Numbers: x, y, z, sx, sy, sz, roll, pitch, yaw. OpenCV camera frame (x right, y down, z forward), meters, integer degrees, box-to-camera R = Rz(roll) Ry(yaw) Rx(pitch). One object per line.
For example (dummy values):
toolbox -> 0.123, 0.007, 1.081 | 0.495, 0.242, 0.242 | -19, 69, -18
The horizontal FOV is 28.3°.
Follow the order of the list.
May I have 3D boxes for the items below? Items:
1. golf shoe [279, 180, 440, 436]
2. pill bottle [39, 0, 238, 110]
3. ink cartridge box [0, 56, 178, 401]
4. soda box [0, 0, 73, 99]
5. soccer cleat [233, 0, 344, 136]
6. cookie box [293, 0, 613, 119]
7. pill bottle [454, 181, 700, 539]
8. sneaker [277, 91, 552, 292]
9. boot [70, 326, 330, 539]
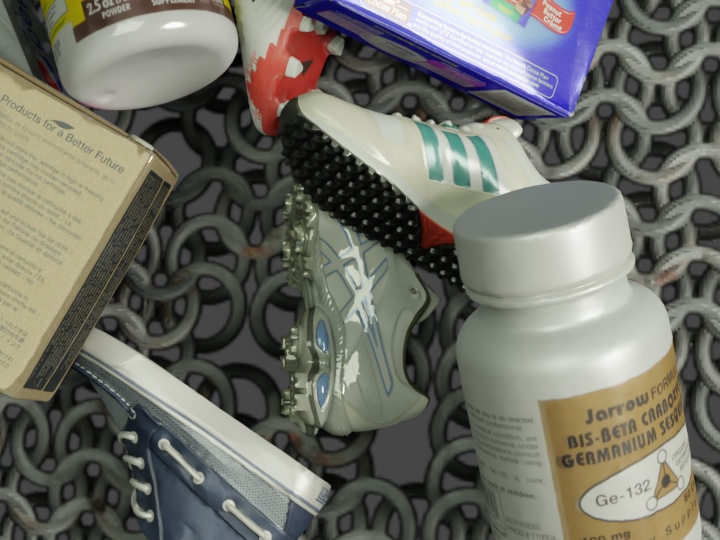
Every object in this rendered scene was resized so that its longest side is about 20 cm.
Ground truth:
golf shoe -> 0.000, 0.000, 0.879 | 0.096, 0.078, 0.202 | 1, 83, -10
pill bottle -> -0.148, -0.207, 0.856 | 0.108, 0.109, 0.202 | -19, 77, 9
ink cartridge box -> -0.234, -0.042, 0.851 | 0.199, 0.075, 0.166 | 31, 86, 10
soda box -> -0.244, -0.145, 0.944 | 0.063, 0.068, 0.202 | -26, 78, 8
soccer cleat -> -0.056, -0.183, 0.880 | 0.085, 0.069, 0.202 | 21, 122, 25
cookie box -> 0.076, -0.214, 0.837 | 0.170, 0.075, 0.202 | 22, 87, -23
pill bottle -> 0.112, 0.062, 0.765 | 0.113, 0.114, 0.202 | -10, 107, 11
sneaker -> 0.045, -0.059, 0.839 | 0.199, 0.070, 0.094 | 31, 63, -15
boot -> -0.122, 0.115, 0.873 | 0.199, 0.073, 0.091 | 32, 81, 14
